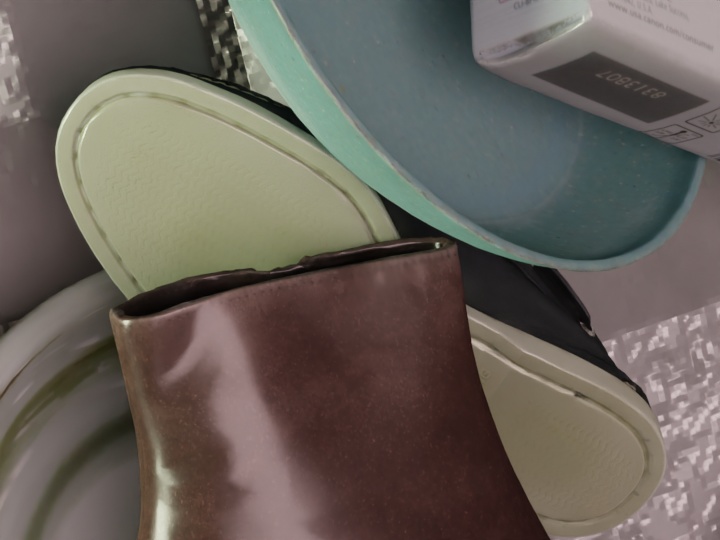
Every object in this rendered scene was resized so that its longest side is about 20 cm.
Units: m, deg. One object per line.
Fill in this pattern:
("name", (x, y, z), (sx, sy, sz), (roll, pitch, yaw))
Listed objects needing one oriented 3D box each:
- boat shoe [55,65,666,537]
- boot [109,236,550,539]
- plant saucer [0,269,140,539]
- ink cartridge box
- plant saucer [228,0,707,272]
("boat shoe", (0.002, -0.002, 0.795), (0.199, 0.066, 0.075), (30, 117, -17))
("boot", (0.033, 0.074, 0.757), (0.200, 0.072, 0.167), (-8, 102, -20))
("plant saucer", (-0.043, 0.096, 0.807), (0.200, 0.050, 0.200), (8, 74, -29))
("ink cartridge box", (0.098, -0.133, 0.808), (0.162, 0.057, 0.200), (17, 62, -43))
("plant saucer", (0.020, -0.086, 0.778), (0.200, 0.036, 0.200), (29, 47, -36))
